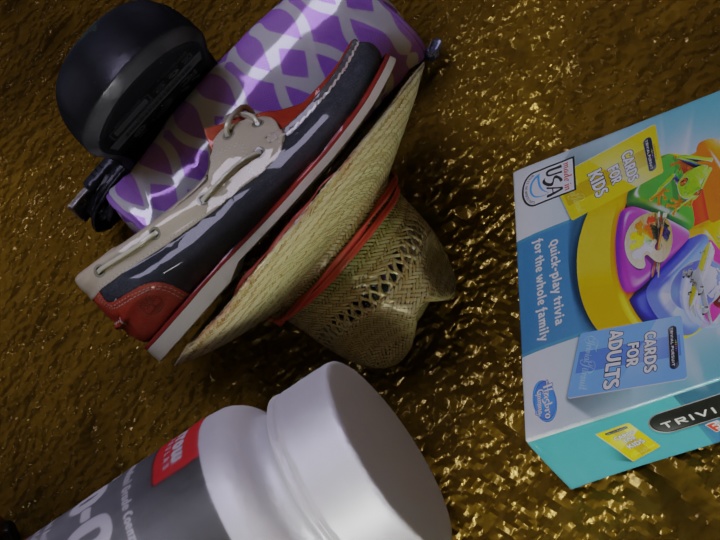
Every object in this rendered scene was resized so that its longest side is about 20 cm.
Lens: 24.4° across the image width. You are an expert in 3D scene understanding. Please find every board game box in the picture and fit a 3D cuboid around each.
[{"bbox_3d":[0.164,-0.008,0.713,0.199,0.047,0.152,-22,46,26],"label":"board game box"}]

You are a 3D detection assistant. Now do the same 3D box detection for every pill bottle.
[{"bbox_3d":[-0.067,0.132,0.739,0.199,0.114,0.114,-34,42,13],"label":"pill bottle"}]

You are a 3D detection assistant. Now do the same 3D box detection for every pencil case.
[{"bbox_3d":[-0.052,-0.083,0.930,0.200,0.084,0.085,-45,3,-3],"label":"pencil case"}]

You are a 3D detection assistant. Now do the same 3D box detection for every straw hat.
[{"bbox_3d":[0.000,0.000,0.807,0.201,0.085,0.201,-49,4,4],"label":"straw hat"}]

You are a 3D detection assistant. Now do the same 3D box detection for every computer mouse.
[{"bbox_3d":[-0.128,-0.099,0.928,0.053,0.200,0.139,43,84,7],"label":"computer mouse"}]

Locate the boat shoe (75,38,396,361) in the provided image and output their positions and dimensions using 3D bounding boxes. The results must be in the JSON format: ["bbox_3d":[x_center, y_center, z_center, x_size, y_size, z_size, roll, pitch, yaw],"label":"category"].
[{"bbox_3d":[-0.062,-0.046,0.856,0.200,0.062,0.071,-48,2,4],"label":"boat shoe"}]

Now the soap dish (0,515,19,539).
[{"bbox_3d":[-0.227,0.171,0.819,0.080,0.158,0.201,-19,45,4],"label":"soap dish"}]
